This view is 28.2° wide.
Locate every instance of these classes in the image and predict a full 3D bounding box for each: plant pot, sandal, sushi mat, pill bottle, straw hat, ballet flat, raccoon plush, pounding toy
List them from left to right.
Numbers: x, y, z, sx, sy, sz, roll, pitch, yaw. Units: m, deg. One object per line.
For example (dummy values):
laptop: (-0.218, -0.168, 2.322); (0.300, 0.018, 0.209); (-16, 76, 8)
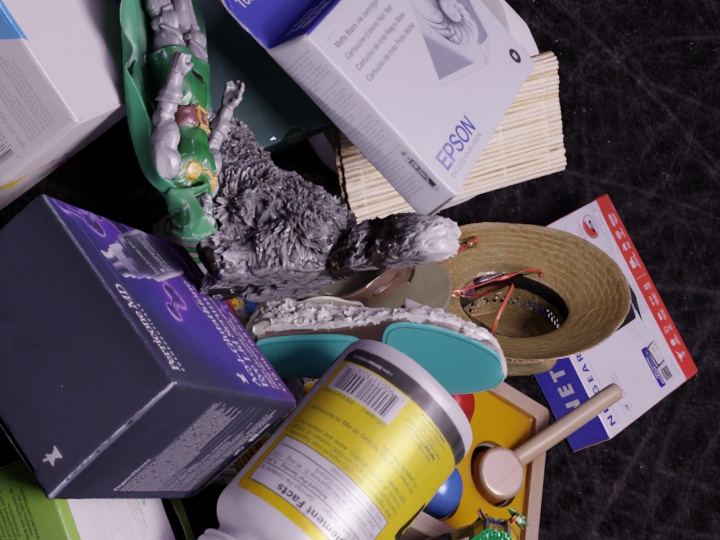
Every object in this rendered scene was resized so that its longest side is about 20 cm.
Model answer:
plant pot: (-0.113, -0.179, 1.086); (0.199, 0.199, 0.198); (-25, 96, -47)
raccoon plush: (-0.037, -0.057, 0.964); (0.197, 0.097, 0.136); (-6, 76, -1)
pill bottle: (-0.025, 0.154, 0.963); (0.114, 0.114, 0.200); (48, 68, -14)
sandal: (-0.001, 0.001, 1.136); (0.199, 0.057, 0.081); (15, 55, -37)
ballet flat: (0.011, 0.045, 1.059); (0.197, 0.072, 0.072); (5, 60, 0)
sushi mat: (0.071, -0.101, 1.097); (0.198, 0.012, 0.097); (-17, 108, -23)
pounding toy: (0.086, 0.150, 1.131); (0.199, 0.142, 0.186); (31, 52, -28)
straw hat: (0.132, 0.045, 1.253); (0.201, 0.199, 0.086); (-48, 148, -45)

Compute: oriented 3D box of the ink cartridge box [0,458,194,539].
ink cartridge box: (-0.171, 0.193, 0.929); (0.200, 0.075, 0.149); (14, 53, -77)

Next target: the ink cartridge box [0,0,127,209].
ink cartridge box: (-0.252, -0.109, 0.918); (0.129, 0.199, 0.125); (56, 26, -5)

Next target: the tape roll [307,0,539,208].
tape roll: (0.049, -0.153, 1.199); (0.071, 0.201, 0.205); (28, 49, -58)

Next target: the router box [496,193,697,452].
router box: (0.222, 0.047, 1.379); (0.179, 0.049, 0.202); (-26, 88, -47)

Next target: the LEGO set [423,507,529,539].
LEGO set: (0.069, 0.266, 1.043); (0.154, 0.200, 0.116); (45, 6, 1)

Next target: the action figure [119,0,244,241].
action figure: (-0.112, -0.112, 0.895); (0.118, 0.054, 0.202); (27, 52, -61)

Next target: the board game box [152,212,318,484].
board game box: (-0.090, 0.061, 1.087); (0.125, 0.034, 0.202); (9, 63, -40)

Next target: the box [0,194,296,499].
box: (-0.149, 0.055, 0.901); (0.148, 0.104, 0.200); (52, 9, 17)

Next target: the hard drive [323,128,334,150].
hard drive: (-0.034, -0.193, 1.148); (0.026, 0.133, 0.201); (-14, 50, -21)

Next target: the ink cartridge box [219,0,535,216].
ink cartridge box: (0.021, -0.164, 0.997); (0.200, 0.041, 0.200); (45, 41, -10)
